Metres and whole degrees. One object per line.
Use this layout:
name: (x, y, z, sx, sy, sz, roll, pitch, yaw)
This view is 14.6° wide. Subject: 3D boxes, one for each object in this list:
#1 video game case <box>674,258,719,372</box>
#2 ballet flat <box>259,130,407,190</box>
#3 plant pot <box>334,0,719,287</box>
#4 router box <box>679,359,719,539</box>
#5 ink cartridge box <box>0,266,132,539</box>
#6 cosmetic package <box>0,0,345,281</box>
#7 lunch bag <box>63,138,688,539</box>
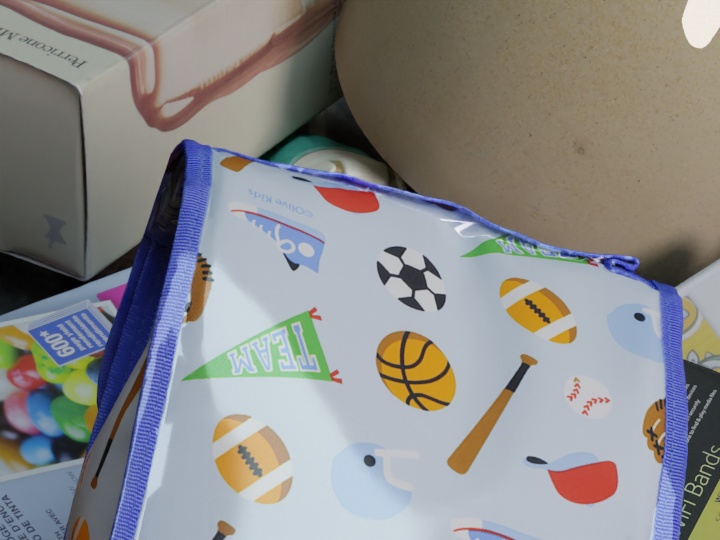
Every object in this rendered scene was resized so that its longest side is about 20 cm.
video game case: (0.097, 0.111, 0.955, 0.200, 0.023, 0.182, -33, 59, -2)
ballet flat: (0.000, 0.000, 1.071, 0.067, 0.070, 0.200, 6, 44, -18)
plant pot: (0.104, -0.111, 1.059, 0.200, 0.135, 0.200, 12, 43, -11)
router box: (0.100, 0.134, 0.897, 0.157, 0.052, 0.200, 22, 69, 24)
ink cartridge box: (-0.116, 0.073, 0.970, 0.200, 0.042, 0.119, -23, 59, -37)
cosmetic package: (-0.084, -0.089, 1.094, 0.103, 0.087, 0.200, 21, 38, 25)
lunch bag: (0.001, 0.074, 0.824, 0.170, 0.124, 0.200, 16, 71, -13)
